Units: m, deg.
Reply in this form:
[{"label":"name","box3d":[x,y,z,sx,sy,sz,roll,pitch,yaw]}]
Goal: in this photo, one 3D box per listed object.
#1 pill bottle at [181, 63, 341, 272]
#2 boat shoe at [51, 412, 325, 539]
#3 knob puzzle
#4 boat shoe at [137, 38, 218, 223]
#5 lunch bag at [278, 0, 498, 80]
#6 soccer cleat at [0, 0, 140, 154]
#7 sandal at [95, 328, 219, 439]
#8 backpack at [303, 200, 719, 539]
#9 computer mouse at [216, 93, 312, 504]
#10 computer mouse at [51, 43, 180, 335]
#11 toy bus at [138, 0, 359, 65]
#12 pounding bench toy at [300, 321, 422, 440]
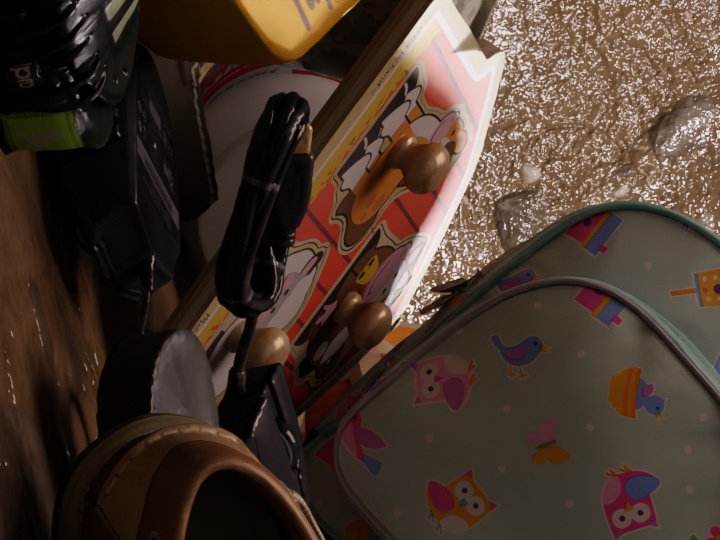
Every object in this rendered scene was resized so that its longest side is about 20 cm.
[{"label":"pill bottle","box3d":[-0.032,-0.045,1.113,0.200,0.112,0.113,-97,173,-75]},{"label":"boat shoe","box3d":[-0.021,0.133,0.590,0.074,0.075,0.201,-10,-77,66]},{"label":"knob puzzle","box3d":[0.000,0.000,0.880,0.030,0.220,0.220,35,-12,17]},{"label":"boat shoe","box3d":[-0.077,-0.105,0.824,0.072,0.060,0.202,42,-29,55]},{"label":"lunch bag","box3d":[-0.036,-0.176,0.882,0.200,0.163,0.118,73,36,-52]},{"label":"soccer cleat","box3d":[-0.085,-0.072,0.617,0.200,0.067,0.081,-54,142,-88]},{"label":"sandal","box3d":[-0.035,0.116,0.671,0.075,0.048,0.201,-51,135,-69]},{"label":"backpack","box3d":[0.091,0.072,0.928,0.176,0.200,0.153,47,-7,12]},{"label":"computer mouse","box3d":[-0.027,0.033,0.758,0.059,0.034,0.201,-61,163,-50]},{"label":"computer mouse","box3d":[-0.078,0.012,0.736,0.059,0.034,0.201,70,13,-56]},{"label":"toy bus","box3d":[-0.069,-0.156,0.724,0.065,0.078,0.200,9,-45,44]},{"label":"pounding bench toy","box3d":[0.027,0.135,1.207,0.124,0.155,0.201,-108,-149,-68]}]
